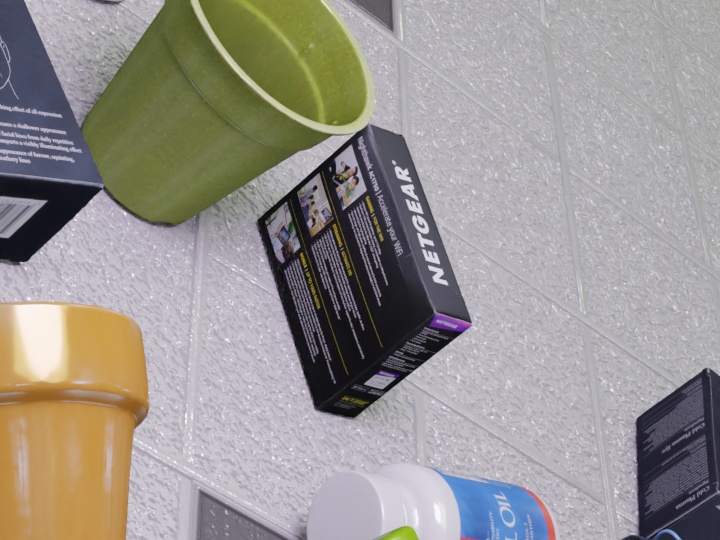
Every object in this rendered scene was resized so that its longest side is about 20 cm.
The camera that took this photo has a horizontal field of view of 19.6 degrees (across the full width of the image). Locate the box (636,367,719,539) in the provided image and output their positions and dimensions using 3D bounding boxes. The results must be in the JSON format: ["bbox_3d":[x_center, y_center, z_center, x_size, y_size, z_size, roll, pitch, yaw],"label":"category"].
[{"bbox_3d":[0.374,0.232,2.041,0.200,0.104,0.182,38,31,-21],"label":"box"}]

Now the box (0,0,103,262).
[{"bbox_3d":[-0.303,-0.118,1.512,0.148,0.107,0.200,5,54,-51],"label":"box"}]

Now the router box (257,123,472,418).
[{"bbox_3d":[0.000,0.000,1.748,0.051,0.149,0.200,16,45,-43],"label":"router box"}]

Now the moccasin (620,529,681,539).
[{"bbox_3d":[0.255,0.267,1.863,0.200,0.080,0.068,6,63,-52],"label":"moccasin"}]

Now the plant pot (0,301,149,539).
[{"bbox_3d":[-0.221,0.137,1.278,0.200,0.200,0.184,10,64,-49],"label":"plant pot"}]

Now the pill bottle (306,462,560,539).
[{"bbox_3d":[0.055,0.211,1.628,0.200,0.112,0.112,15,45,-45],"label":"pill bottle"}]

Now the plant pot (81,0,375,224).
[{"bbox_3d":[-0.125,-0.139,1.691,0.200,0.190,0.200,34,34,-27],"label":"plant pot"}]

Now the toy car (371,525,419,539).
[{"bbox_3d":[-0.026,0.293,1.409,0.200,0.158,0.165,-21,84,-47],"label":"toy car"}]
